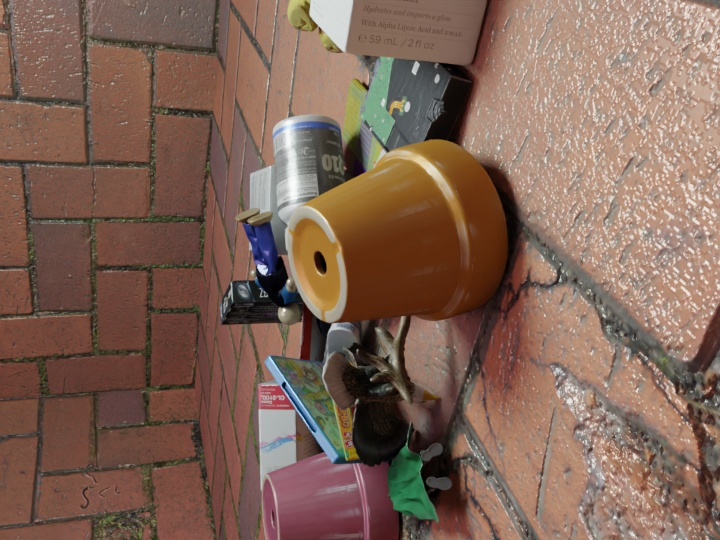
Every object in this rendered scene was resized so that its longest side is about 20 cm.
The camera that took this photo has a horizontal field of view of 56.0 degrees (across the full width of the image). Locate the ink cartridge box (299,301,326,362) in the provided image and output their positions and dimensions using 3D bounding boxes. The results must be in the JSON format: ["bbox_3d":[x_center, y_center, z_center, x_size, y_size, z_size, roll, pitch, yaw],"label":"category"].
[{"bbox_3d":[-0.082,0.128,1.218,0.200,0.056,0.165,109,164,-67],"label":"ink cartridge box"}]

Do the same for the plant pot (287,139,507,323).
[{"bbox_3d":[0.027,-0.029,0.742,0.200,0.182,0.203,32,130,48],"label":"plant pot"}]

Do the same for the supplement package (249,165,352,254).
[{"bbox_3d":[-0.114,-0.106,1.242,0.200,0.150,0.153,-169,80,-70],"label":"supplement package"}]

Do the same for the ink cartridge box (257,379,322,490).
[{"bbox_3d":[-0.136,0.316,1.326,0.146,0.082,0.203,10,-102,-75],"label":"ink cartridge box"}]

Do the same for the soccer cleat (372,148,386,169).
[{"bbox_3d":[0.026,-0.091,0.988,0.201,0.068,0.078,118,142,-48],"label":"soccer cleat"}]

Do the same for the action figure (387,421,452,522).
[{"bbox_3d":[0.068,0.280,0.898,0.200,0.054,0.120,115,147,-63],"label":"action figure"}]

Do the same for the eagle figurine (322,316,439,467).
[{"bbox_3d":[0.028,0.158,0.888,0.151,0.152,0.200,42,153,8],"label":"eagle figurine"}]

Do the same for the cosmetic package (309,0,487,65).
[{"bbox_3d":[0.049,-0.363,0.770,0.166,0.163,0.202,-119,33,-51],"label":"cosmetic package"}]

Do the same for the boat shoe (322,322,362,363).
[{"bbox_3d":[-0.026,0.138,1.151,0.201,0.073,0.066,107,-178,-48],"label":"boat shoe"}]

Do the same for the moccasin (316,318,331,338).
[{"bbox_3d":[-0.040,0.027,1.147,0.068,0.079,0.203,-127,40,-66],"label":"moccasin"}]

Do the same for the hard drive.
[{"bbox_3d":[0.064,-0.222,0.884,0.141,0.037,0.201,-67,31,28],"label":"hard drive"}]

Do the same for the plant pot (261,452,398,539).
[{"bbox_3d":[-0.056,0.371,1.057,0.200,0.177,0.203,178,90,-70],"label":"plant pot"}]

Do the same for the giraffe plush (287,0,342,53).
[{"bbox_3d":[-0.027,-0.450,1.015,0.171,0.199,0.164,10,75,39],"label":"giraffe plush"}]

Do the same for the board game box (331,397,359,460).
[{"bbox_3d":[-0.004,0.190,0.997,0.200,0.030,0.097,-58,-44,-78],"label":"board game box"}]

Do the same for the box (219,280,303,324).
[{"bbox_3d":[-0.166,0.063,1.326,0.160,0.197,0.044,133,132,-63],"label":"box"}]

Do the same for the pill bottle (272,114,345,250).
[{"bbox_3d":[-0.078,-0.132,1.075,0.114,0.112,0.203,152,115,-67],"label":"pill bottle"}]

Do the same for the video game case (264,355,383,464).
[{"bbox_3d":[-0.048,0.209,1.024,0.018,0.143,0.200,-51,55,14],"label":"video game case"}]

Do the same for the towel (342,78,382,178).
[{"bbox_3d":[0.008,-0.214,1.093,0.200,0.022,0.145,-122,37,-54],"label":"towel"}]

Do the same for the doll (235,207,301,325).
[{"bbox_3d":[-0.141,0.003,1.102,0.136,0.048,0.202,17,129,50],"label":"doll"}]
